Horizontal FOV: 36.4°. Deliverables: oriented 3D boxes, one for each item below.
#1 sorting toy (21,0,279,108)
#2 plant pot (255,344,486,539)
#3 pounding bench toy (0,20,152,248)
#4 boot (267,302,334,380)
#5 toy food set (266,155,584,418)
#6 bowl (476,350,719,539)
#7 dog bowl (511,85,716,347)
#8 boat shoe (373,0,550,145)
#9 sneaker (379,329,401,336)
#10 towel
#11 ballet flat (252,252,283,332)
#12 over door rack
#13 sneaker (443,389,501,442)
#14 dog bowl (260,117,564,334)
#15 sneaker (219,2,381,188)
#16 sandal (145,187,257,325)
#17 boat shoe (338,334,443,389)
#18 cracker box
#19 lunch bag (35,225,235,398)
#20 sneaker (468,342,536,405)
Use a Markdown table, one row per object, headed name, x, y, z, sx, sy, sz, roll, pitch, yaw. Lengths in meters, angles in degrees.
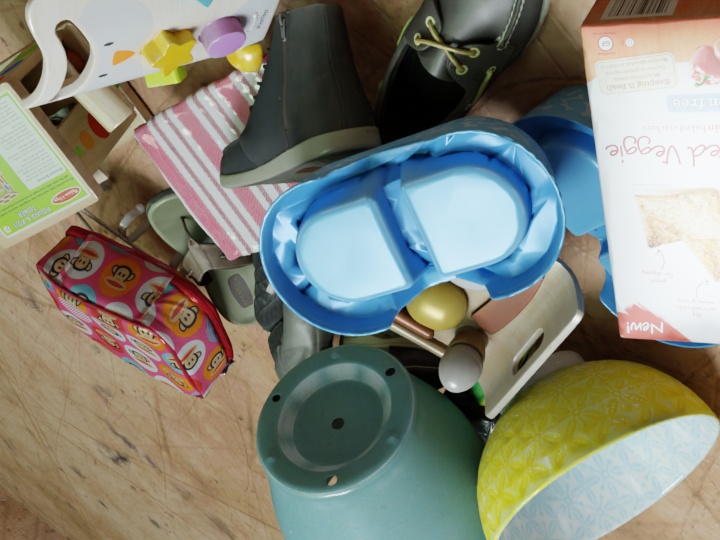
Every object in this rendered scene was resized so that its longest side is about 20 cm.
| name | x | y | z | sx | sy | sz | roll | pitch | yaw |
| --- | --- | --- | --- | --- | --- | --- | --- | --- | --- |
| sorting toy | -0.153 | -0.176 | 0.754 | 0.107 | 0.179 | 0.200 | 54 | 152 | 9 |
| plant pot | 0.011 | 0.165 | 0.897 | 0.199 | 0.201 | 0.189 | 16 | 150 | 35 |
| pounding bench toy | -0.259 | -0.143 | 0.984 | 0.198 | 0.157 | 0.125 | -22 | 117 | 28 |
| boot | -0.039 | 0.088 | 1.037 | 0.201 | 0.067 | 0.132 | 112 | 150 | -56 |
| toy food set | 0.041 | 0.018 | 0.786 | 0.198 | 0.061 | 0.144 | 28 | 136 | -3 |
| bowl | 0.165 | 0.128 | 0.852 | 0.201 | 0.198 | 0.108 | 91 | 154 | -54 |
| dog bowl | 0.176 | -0.037 | 0.714 | 0.200 | 0.050 | 0.111 | 45 | 150 | -9 |
| boat shoe | 0.061 | -0.139 | 0.695 | 0.071 | 0.061 | 0.202 | 37 | 151 | 4 |
| sneaker | 0.000 | 0.000 | 0.893 | 0.076 | 0.076 | 0.201 | -9 | 142 | 18 |
| towel | -0.084 | -0.096 | 0.911 | 0.199 | 0.030 | 0.147 | -20 | 115 | 37 |
| ballet flat | -0.075 | 0.000 | 1.068 | 0.201 | 0.066 | 0.057 | 95 | 162 | -55 |
| over door rack | -0.241 | -0.024 | 1.199 | 0.147 | 0.067 | 0.200 | 35 | 156 | 7 |
| sneaker | 0.129 | 0.192 | 1.036 | 0.079 | 0.096 | 0.201 | -2 | 129 | 52 |
| dog bowl | 0.034 | -0.031 | 0.693 | 0.198 | 0.050 | 0.112 | -16 | 113 | 24 |
| sneaker | -0.051 | -0.123 | 0.811 | 0.199 | 0.074 | 0.108 | -12 | 87 | 58 |
| sandal | -0.137 | -0.010 | 1.074 | 0.202 | 0.079 | 0.058 | 59 | -171 | -42 |
| boat shoe | 0.045 | 0.094 | 1.008 | 0.073 | 0.066 | 0.199 | 18 | 170 | -31 |
| cracker box | 0.201 | -0.053 | 0.594 | 0.133 | 0.058 | 0.202 | 2 | 125 | 28 |
| lunch bag | -0.228 | 0.053 | 1.134 | 0.199 | 0.082 | 0.177 | 25 | 154 | 25 |
| sneaker | 0.099 | 0.022 | 0.865 | 0.083 | 0.074 | 0.202 | 21 | 136 | 26 |
